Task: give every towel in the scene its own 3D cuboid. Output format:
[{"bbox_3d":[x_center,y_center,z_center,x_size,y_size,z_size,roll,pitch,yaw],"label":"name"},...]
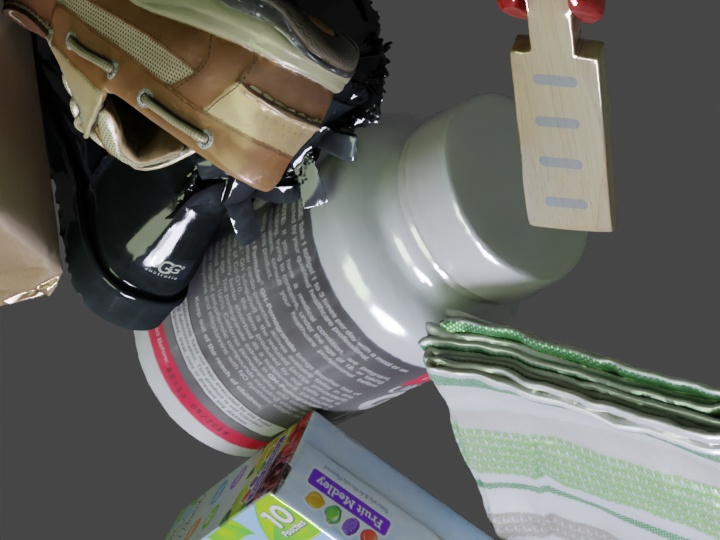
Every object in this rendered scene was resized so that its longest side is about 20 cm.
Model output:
[{"bbox_3d":[0.108,0.100,0.948,0.148,0.031,0.201,16,149,28],"label":"towel"}]

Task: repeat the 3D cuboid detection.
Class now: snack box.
[{"bbox_3d":[0.017,0.160,1.043,0.199,0.053,0.142,37,143,-11],"label":"snack box"}]

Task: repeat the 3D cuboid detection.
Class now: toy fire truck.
[{"bbox_3d":[0.039,-0.124,0.869,0.175,0.128,0.202,4,86,36],"label":"toy fire truck"}]

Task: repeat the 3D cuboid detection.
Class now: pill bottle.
[{"bbox_3d":[0.000,0.000,0.991,0.199,0.111,0.111,-28,94,44],"label":"pill bottle"}]

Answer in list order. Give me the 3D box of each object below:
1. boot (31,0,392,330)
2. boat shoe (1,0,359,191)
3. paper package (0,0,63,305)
[{"bbox_3d":[-0.071,-0.089,0.982,0.163,0.073,0.199,-46,44,31],"label":"boot"},{"bbox_3d":[-0.083,-0.078,0.882,0.199,0.075,0.074,22,89,52],"label":"boat shoe"},{"bbox_3d":[-0.204,-0.100,0.926,0.102,0.191,0.202,-12,73,9],"label":"paper package"}]
